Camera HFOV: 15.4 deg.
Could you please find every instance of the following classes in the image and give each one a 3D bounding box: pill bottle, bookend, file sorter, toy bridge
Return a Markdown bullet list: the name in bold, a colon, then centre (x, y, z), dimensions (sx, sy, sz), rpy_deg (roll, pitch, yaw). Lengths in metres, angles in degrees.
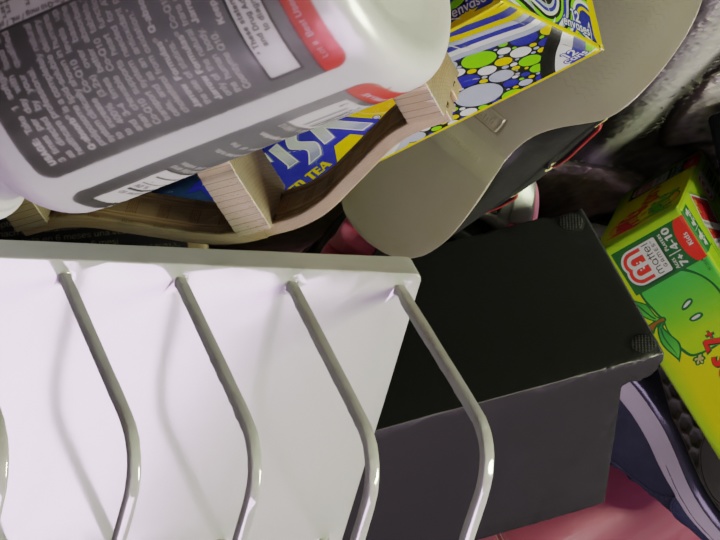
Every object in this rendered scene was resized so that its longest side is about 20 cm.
- **pill bottle**: centre (-0.079, -0.088, 0.929), dimensions (0.199, 0.116, 0.116), rpy_deg (-19, 156, 22)
- **bookend**: centre (0.019, 0.092, 1.197), dimensions (0.199, 0.092, 0.199), rpy_deg (-15, 140, -14)
- **file sorter**: centre (-0.067, 0.082, 0.990), dimensions (0.199, 0.125, 0.139), rpy_deg (2, 122, -25)
- **toy bridge**: centre (-0.051, -0.042, 1.008), dimensions (0.199, 0.027, 0.067), rpy_deg (-14, 127, 27)

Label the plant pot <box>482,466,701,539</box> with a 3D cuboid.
- **plant pot**: centre (0.105, 0.118, 1.432), dimensions (0.178, 0.201, 0.200), rpy_deg (-27, 156, 1)

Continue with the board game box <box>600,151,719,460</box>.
- **board game box**: centre (0.185, 0.051, 1.230), dimensions (0.047, 0.201, 0.102), rpy_deg (-30, -172, 21)

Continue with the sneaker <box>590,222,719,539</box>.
- **sneaker**: centre (0.112, 0.067, 1.324), dimensions (0.146, 0.077, 0.203), rpy_deg (-15, 120, 47)

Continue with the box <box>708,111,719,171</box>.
- **box**: centre (0.277, -0.027, 1.240), dimensions (0.147, 0.105, 0.200), rpy_deg (-22, 155, 27)

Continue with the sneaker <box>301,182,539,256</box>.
- **sneaker**: centre (0.000, 0.000, 1.243), dimensions (0.200, 0.096, 0.079), rpy_deg (-41, 112, 19)

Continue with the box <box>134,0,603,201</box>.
- **box**: centre (-0.009, -0.082, 1.040), dimensions (0.199, 0.065, 0.070), rpy_deg (-26, 153, 32)

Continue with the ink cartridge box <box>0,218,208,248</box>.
- **ink cartridge box**: centre (-0.153, 0.014, 1.193), dimensions (0.164, 0.076, 0.200), rpy_deg (-5, 158, -8)

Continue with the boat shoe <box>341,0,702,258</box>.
- **boat shoe**: centre (0.070, -0.082, 1.084), dimensions (0.201, 0.074, 0.063), rpy_deg (-43, 178, 38)
